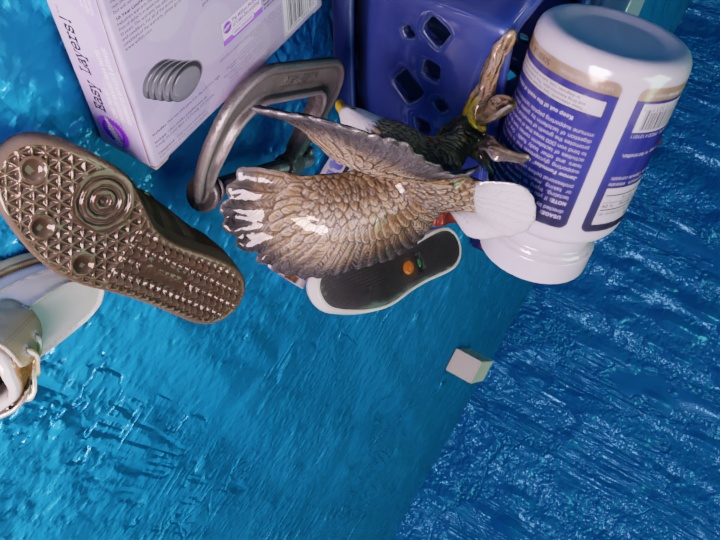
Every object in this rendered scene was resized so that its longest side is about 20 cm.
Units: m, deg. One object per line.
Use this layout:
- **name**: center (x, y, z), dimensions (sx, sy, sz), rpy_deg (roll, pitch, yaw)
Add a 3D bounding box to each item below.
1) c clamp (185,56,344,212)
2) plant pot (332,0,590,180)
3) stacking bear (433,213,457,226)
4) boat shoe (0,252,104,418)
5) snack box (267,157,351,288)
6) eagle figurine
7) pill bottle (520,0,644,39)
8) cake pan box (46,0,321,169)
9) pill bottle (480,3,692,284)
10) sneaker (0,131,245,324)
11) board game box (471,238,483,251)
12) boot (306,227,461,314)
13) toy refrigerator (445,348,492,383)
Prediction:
- **c clamp**: center (-0.072, -0.091, 0.615), dimensions (0.171, 0.027, 0.200), rpy_deg (-53, 170, 22)
- **plant pot**: center (0.084, -0.216, 0.701), dimensions (0.200, 0.180, 0.200), rpy_deg (-51, 159, -28)
- **stacking bear**: center (0.103, -0.165, 0.945), dimensions (0.121, 0.114, 0.200), rpy_deg (-4, 112, -38)
- **boat shoe**: center (-0.215, 0.052, 0.447), dimensions (0.200, 0.068, 0.075), rpy_deg (-40, 151, -50)
- **snack box**: center (-0.030, -0.079, 0.833), dimensions (0.200, 0.024, 0.072), rpy_deg (-61, 164, -5)
- **eagle figurine**: center (0.016, -0.071, 0.555), dimensions (0.200, 0.151, 0.152), rpy_deg (-30, 121, -34)
- **pill bottle**: center (0.194, -0.305, 0.837), dimensions (0.120, 0.200, 0.120), rpy_deg (-52, 160, -28)
- **cake pan box**: center (-0.093, -0.190, 0.466), dimensions (0.200, 0.052, 0.184), rpy_deg (-53, 162, -26)
- **pill bottle**: center (0.166, -0.094, 0.623), dimensions (0.116, 0.116, 0.200), rpy_deg (-42, 154, -46)
- **sneaker**: center (-0.160, -0.026, 0.509), dimensions (0.070, 0.076, 0.200), rpy_deg (-50, 139, -4)
- **board game box**: center (0.288, -0.157, 1.529), dimensions (0.200, 0.062, 0.200), rpy_deg (-57, 161, -18)
- **boot**: center (0.000, 0.000, 0.927), dimensions (0.200, 0.144, 0.072), rpy_deg (-20, 101, -33)
- **toy refrigerator**: center (0.288, 0.253, 2.086), dimensions (0.070, 0.076, 0.200), rpy_deg (-64, 162, 3)
